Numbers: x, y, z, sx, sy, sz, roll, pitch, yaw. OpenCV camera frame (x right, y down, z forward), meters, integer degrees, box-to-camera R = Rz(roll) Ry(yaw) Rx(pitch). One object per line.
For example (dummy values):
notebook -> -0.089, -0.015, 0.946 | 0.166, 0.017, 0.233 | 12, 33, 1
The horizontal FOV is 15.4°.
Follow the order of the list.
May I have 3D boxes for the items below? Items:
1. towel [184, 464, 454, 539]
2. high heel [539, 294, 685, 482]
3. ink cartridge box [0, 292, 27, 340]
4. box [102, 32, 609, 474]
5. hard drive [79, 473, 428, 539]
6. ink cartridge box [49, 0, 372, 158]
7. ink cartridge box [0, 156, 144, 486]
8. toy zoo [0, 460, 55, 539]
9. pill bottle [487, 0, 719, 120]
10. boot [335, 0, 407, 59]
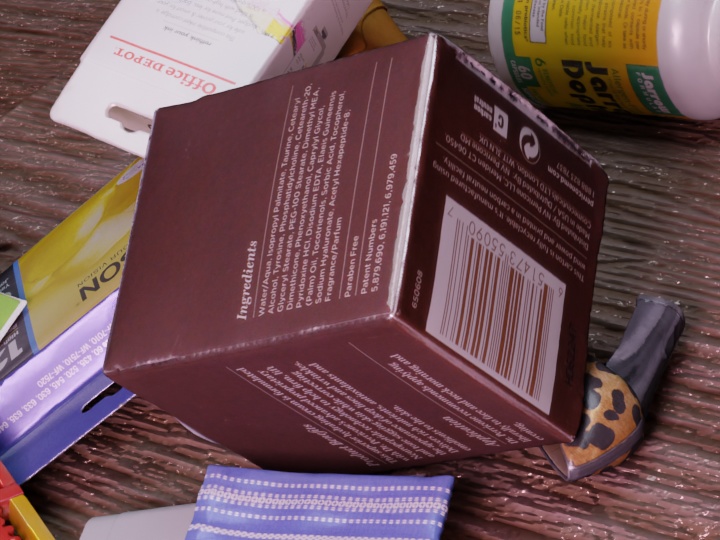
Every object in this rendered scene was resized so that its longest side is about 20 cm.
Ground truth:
towel -> -0.044, 0.180, 1.328 | 0.144, 0.024, 0.201 | 0, 50, 25
high heel -> 0.067, 0.059, 1.458 | 0.199, 0.072, 0.143 | 3, 35, 24
ink cartridge box -> -0.312, 0.063, 1.643 | 0.199, 0.076, 0.148 | 19, 60, 26
box -> 0.000, 0.000, 1.411 | 0.199, 0.166, 0.165 | -11, 58, 37
hard drive -> -0.066, 0.167, 1.407 | 0.199, 0.026, 0.132 | -9, 32, 19
ink cartridge box -> -0.089, -0.136, 1.635 | 0.116, 0.068, 0.201 | 22, 65, 25
ink cartridge box -> -0.168, 0.026, 1.604 | 0.197, 0.047, 0.200 | -38, 23, 4
toy zoo -> -0.248, 0.146, 1.477 | 0.131, 0.021, 0.200 | -19, 49, -28
pill bottle -> 0.189, -0.154, 1.687 | 0.199, 0.113, 0.113 | 8, 40, 39
boot -> -0.006, -0.139, 1.703 | 0.071, 0.201, 0.144 | -46, 17, 11
